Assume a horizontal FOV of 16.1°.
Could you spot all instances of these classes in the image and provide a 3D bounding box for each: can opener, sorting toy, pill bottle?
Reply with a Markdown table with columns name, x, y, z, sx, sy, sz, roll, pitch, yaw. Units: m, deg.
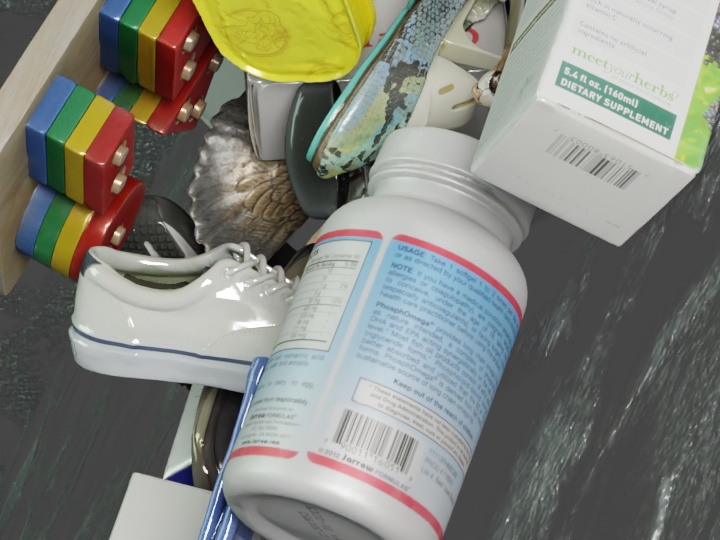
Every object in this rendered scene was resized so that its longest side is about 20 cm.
| name | x | y | z | sx | sy | sz | roll | pitch | yaw |
| --- | --- | --- | --- | --- | --- | --- | --- | --- | --- |
| can opener | 0.000 | 0.000 | 1.338 | 0.053 | 0.066 | 0.201 | 25 | -120 | -73 |
| sorting toy | -0.137 | -0.092 | 1.419 | 0.201 | 0.069 | 0.199 | -61 | -5 | -21 |
| pill bottle | 0.016 | 0.037 | 1.216 | 0.201 | 0.108 | 0.109 | -68 | 10 | -21 |

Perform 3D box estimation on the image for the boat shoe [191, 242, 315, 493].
| name | x | y | z | sx | sy | sz | roll | pitch | yaw |
| --- | --- | --- | --- | --- | --- | --- | --- | --- | --- |
| boat shoe | -0.033 | 0.060 | 1.459 | 0.075 | 0.073 | 0.200 | 76 | -147 | -43 |

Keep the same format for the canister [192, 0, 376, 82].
| name | x | y | z | sx | sy | sz | roll | pitch | yaw |
| --- | --- | --- | --- | --- | --- | --- | --- | --- | --- |
| canister | -0.026 | -0.221 | 1.325 | 0.149 | 0.086 | 0.201 | 65 | -146 | -46 |

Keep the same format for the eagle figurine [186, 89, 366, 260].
| name | x | y | z | sx | sy | sz | roll | pitch | yaw |
| --- | --- | --- | --- | --- | --- | --- | --- | --- | --- |
| eagle figurine | 0.008 | -0.070 | 1.478 | 0.151 | 0.151 | 0.200 | -26 | 17 | 30 |

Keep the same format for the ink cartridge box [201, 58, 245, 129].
| name | x | y | z | sx | sy | sz | roll | pitch | yaw |
| --- | --- | --- | --- | --- | --- | --- | --- | --- | --- |
| ink cartridge box | -0.007 | -0.167 | 1.679 | 0.200 | 0.084 | 0.146 | -25 | -25 | -49 |

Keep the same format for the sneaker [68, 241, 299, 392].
| name | x | y | z | sx | sy | sz | roll | pitch | yaw |
| --- | --- | --- | --- | --- | --- | --- | --- | --- | --- |
| sneaker | -0.060 | 0.024 | 1.378 | 0.073 | 0.199 | 0.071 | -86 | -2 | -67 |

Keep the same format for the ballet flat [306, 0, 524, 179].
| name | x | y | z | sx | sy | sz | roll | pitch | yaw |
| --- | --- | --- | --- | --- | --- | --- | --- | --- | --- |
| ballet flat | 0.042 | -0.113 | 1.306 | 0.200 | 0.074 | 0.074 | -60 | 6 | -33 |

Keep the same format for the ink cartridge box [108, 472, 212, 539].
| name | x | y | z | sx | sy | sz | roll | pitch | yaw |
| --- | --- | --- | --- | --- | --- | --- | --- | --- | --- |
| ink cartridge box | -0.117 | 0.235 | 1.392 | 0.146 | 0.084 | 0.201 | 96 | -170 | -56 |

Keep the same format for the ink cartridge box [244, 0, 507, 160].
| name | x | y | z | sx | sy | sz | roll | pitch | yaw |
| --- | --- | --- | --- | --- | --- | --- | --- | --- | --- |
| ink cartridge box | 0.002 | -0.167 | 1.432 | 0.083 | 0.146 | 0.201 | 89 | 176 | -60 |

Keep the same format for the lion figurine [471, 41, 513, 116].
| name | x | y | z | sx | sy | sz | roll | pitch | yaw |
| --- | --- | --- | --- | --- | --- | --- | --- | --- | --- |
| lion figurine | 0.108 | -0.164 | 1.275 | 0.122 | 0.072 | 0.201 | 139 | 143 | -56 |

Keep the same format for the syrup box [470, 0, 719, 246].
| name | x | y | z | sx | sy | sz | roll | pitch | yaw |
| --- | --- | --- | --- | --- | --- | --- | --- | --- | --- |
| syrup box | 0.122 | -0.121 | 1.132 | 0.081 | 0.078 | 0.201 | -49 | 18 | 59 |

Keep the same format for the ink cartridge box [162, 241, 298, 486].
| name | x | y | z | sx | sy | sz | roll | pitch | yaw |
| --- | --- | --- | --- | --- | --- | --- | --- | --- | --- |
| ink cartridge box | -0.061 | 0.085 | 1.520 | 0.037 | 0.095 | 0.201 | -6 | 55 | 40 |

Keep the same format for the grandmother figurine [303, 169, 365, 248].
| name | x | y | z | sx | sy | sz | roll | pitch | yaw |
| --- | --- | --- | --- | --- | --- | --- | --- | --- | --- |
| grandmother figurine | -0.002 | -0.026 | 1.626 | 0.200 | 0.060 | 0.122 | -53 | 53 | 34 |

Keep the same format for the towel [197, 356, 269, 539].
| name | x | y | z | sx | sy | sz | roll | pitch | yaw |
| --- | --- | --- | --- | --- | --- | --- | --- | --- | --- |
| towel | -0.049 | 0.131 | 1.320 | 0.200 | 0.024 | 0.148 | 54 | -128 | -73 |

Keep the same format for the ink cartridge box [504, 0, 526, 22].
| name | x | y | z | sx | sy | sz | roll | pitch | yaw |
| --- | --- | --- | --- | --- | --- | --- | --- | --- | --- |
| ink cartridge box | 0.142 | -0.221 | 1.395 | 0.201 | 0.040 | 0.200 | -61 | 11 | 21 |

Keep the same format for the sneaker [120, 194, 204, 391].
| name | x | y | z | sx | sy | sz | roll | pitch | yaw |
| --- | --- | --- | --- | --- | --- | --- | --- | --- | --- |
| sneaker | -0.104 | 0.004 | 1.576 | 0.200 | 0.073 | 0.080 | 67 | -142 | -57 |
